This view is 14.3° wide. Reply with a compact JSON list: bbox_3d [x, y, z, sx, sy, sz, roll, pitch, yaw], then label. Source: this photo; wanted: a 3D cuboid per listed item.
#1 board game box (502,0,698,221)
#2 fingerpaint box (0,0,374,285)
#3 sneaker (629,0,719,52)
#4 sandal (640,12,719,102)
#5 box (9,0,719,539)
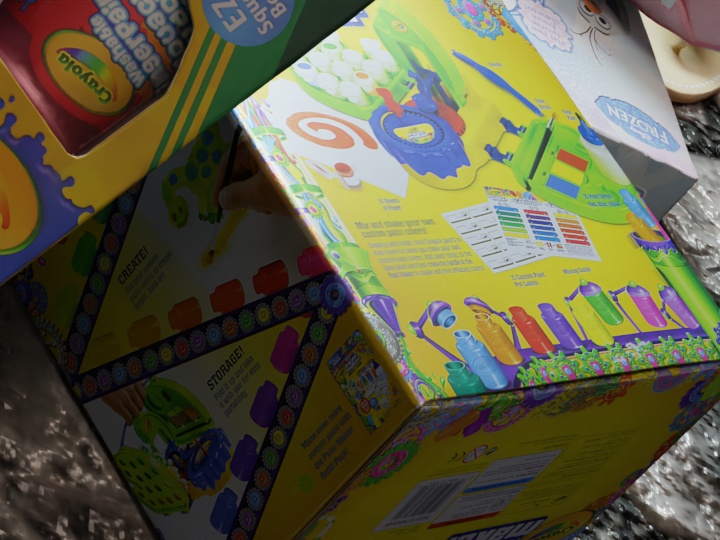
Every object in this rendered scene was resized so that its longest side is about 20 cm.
[{"bbox_3d":[0.047,-0.130,1.303,0.199,0.043,0.200,23,35,-30],"label":"board game box"},{"bbox_3d":[-0.117,-0.116,0.866,0.200,0.167,0.073,55,-11,-9],"label":"fingerpaint box"},{"bbox_3d":[0.112,-0.170,1.312,0.200,0.075,0.104,46,24,21],"label":"sneaker"},{"bbox_3d":[0.193,-0.155,1.476,0.078,0.070,0.212,45,31,4],"label":"sandal"},{"bbox_3d":[0.000,0.000,1.016,0.199,0.122,0.193,-4,54,-50],"label":"box"}]
